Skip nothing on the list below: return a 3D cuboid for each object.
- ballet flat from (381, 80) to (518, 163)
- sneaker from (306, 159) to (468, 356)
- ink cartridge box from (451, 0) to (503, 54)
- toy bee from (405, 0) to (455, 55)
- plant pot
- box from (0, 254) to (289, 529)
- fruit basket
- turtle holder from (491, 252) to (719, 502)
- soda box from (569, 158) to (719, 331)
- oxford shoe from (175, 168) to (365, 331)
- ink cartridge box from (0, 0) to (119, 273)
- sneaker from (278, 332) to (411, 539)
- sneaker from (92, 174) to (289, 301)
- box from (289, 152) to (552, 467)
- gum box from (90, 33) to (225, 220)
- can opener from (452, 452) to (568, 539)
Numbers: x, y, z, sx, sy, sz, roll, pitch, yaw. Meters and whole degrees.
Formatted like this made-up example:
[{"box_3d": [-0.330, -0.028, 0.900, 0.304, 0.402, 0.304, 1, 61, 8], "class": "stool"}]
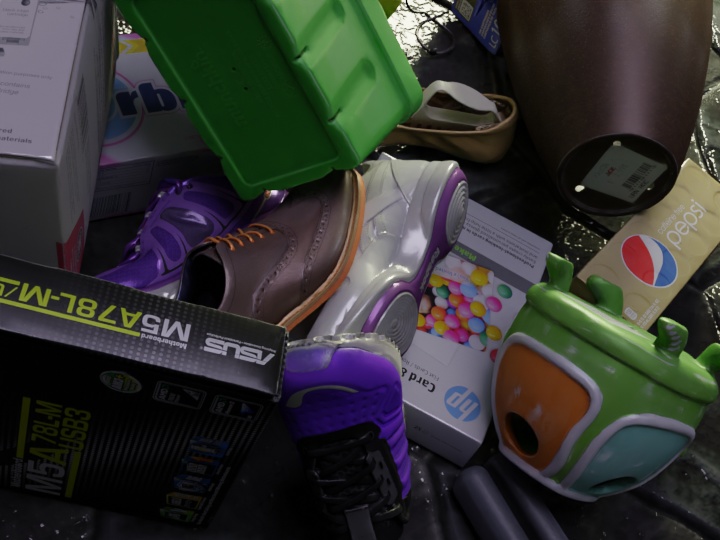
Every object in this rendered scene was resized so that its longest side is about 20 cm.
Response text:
[{"box_3d": [0.038, -0.137, 0.892, 0.198, 0.063, 0.069, 7, 53, -17], "class": "ballet flat"}, {"box_3d": [0.000, 0.000, 0.737, 0.099, 0.075, 0.201, 13, 51, 23], "class": "sneaker"}, {"box_3d": [0.172, -0.286, 1.005, 0.199, 0.137, 0.077, -21, 60, -32], "class": "ink cartridge box"}, {"box_3d": [-0.001, -0.268, 0.942, 0.198, 0.109, 0.132, -8, 59, -26], "class": "toy bee"}, {"box_3d": [0.204, -0.150, 0.886, 0.185, 0.187, 0.202, 14, 51, -11], "class": "plant pot"}, {"box_3d": [-0.153, 0.070, 0.576, 0.191, 0.200, 0.048, 13, 55, -13], "class": "box"}, {"box_3d": [-0.043, -0.177, 0.705, 0.215, 0.154, 0.218, 39, 44, -51], "class": "fruit basket"}, {"box_3d": [0.162, 0.080, 0.736, 0.140, 0.133, 0.185, 30, 7, 18], "class": "turtle holder"}, {"box_3d": [0.233, -0.008, 0.877, 0.068, 0.064, 0.200, 42, 52, 11], "class": "soda box"}, {"box_3d": [-0.061, -0.003, 0.668, 0.073, 0.071, 0.201, 52, 53, -34], "class": "oxford shoe"}, {"box_3d": [-0.195, -0.098, 0.630, 0.082, 0.147, 0.202, 5, 56, -8], "class": "ink cartridge box"}, {"box_3d": [-0.002, 0.109, 0.622, 0.069, 0.201, 0.101, -9, 61, 8], "class": "sneaker"}, {"box_3d": [-0.127, -0.016, 0.723, 0.084, 0.080, 0.200, 53, 46, -1], "class": "sneaker"}, {"box_3d": [0.043, 0.021, 0.795, 0.155, 0.041, 0.201, 28, 51, 0], "class": "box"}, {"box_3d": [-0.198, -0.100, 0.767, 0.198, 0.066, 0.114, -13, 62, -29], "class": "gum box"}, {"box_3d": [0.134, 0.201, 0.683, 0.053, 0.067, 0.201, -18, 64, -32], "class": "can opener"}]
